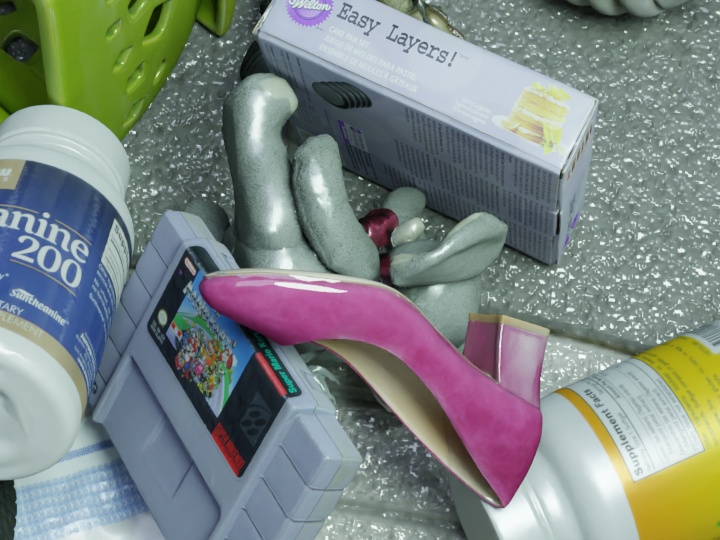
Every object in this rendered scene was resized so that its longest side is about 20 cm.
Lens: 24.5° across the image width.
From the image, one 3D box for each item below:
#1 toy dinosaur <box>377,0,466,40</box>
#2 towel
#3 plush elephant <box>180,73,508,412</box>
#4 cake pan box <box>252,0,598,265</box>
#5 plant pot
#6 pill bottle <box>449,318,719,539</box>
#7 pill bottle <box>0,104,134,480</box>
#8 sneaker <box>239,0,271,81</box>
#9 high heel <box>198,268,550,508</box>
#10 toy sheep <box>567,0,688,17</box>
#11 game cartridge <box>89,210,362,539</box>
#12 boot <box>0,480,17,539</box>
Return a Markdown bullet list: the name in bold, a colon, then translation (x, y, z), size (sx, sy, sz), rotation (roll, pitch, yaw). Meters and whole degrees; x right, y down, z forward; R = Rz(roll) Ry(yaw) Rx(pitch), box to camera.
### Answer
- **toy dinosaur**: translation (0.004, -0.179, 1.006), size (0.047, 0.200, 0.088), rotation (-15, 50, 22)
- **towel**: translation (-0.145, 0.106, 0.959), size (0.146, 0.024, 0.201), rotation (-17, 68, -10)
- **plush elephant**: translation (0.000, 0.000, 0.940), size (0.154, 0.165, 0.201), rotation (-4, 52, -26)
- **cake pan box**: translation (0.042, -0.081, 0.950), size (0.184, 0.200, 0.052), rotation (27, 80, 13)
- **plant pot**: translation (-0.182, -0.208, 1.002), size (0.199, 0.200, 0.181), rotation (41, 66, 15)
- **pill bottle**: translation (0.156, 0.107, 0.920), size (0.199, 0.111, 0.111), rotation (-22, 69, -11)
- **pill bottle**: translation (-0.184, 0.004, 0.893), size (0.110, 0.111, 0.201), rotation (7, 44, 1)
- **sneaker**: translation (-0.042, -0.203, 1.076), size (0.104, 0.060, 0.200), rotation (35, 65, 10)
- **high heel**: translation (0.006, 0.057, 0.823), size (0.199, 0.067, 0.096), rotation (15, 83, -33)
- **toy sheep**: translation (0.168, -0.226, 1.055), size (0.200, 0.138, 0.138), rotation (31, 68, 30)
- **game cartridge**: translation (-0.081, 0.074, 0.869), size (0.038, 0.130, 0.200), rotation (4, 35, -38)
- **boot**: translation (-0.253, 0.164, 0.899), size (0.130, 0.068, 0.201), rotation (-20, 68, 9)
